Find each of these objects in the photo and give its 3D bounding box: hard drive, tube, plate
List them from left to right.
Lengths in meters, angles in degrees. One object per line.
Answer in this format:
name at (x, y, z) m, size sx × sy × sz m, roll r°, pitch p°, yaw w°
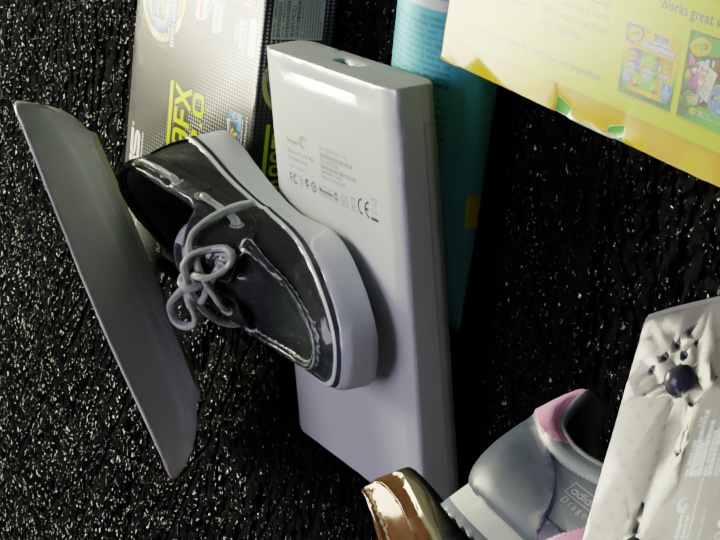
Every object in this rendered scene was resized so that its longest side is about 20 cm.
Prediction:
plate at (-0.128, -0.001, 0.959) m, size 0.200 × 0.032 × 0.200 m, roll -144°, pitch 32°, yaw -82°
hard drive at (0.000, 0.000, 0.848) m, size 0.132 × 0.026 × 0.200 m, roll 28°, pitch 128°, yaw 58°
tube at (0.036, -0.078, 0.810) m, size 0.077 × 0.050 × 0.200 m, roll -132°, pitch 43°, yaw -55°
hard drive at (0.156, 0.066, 0.560) m, size 0.200 × 0.042 × 0.135 m, roll -10°, pitch 55°, yaw 53°

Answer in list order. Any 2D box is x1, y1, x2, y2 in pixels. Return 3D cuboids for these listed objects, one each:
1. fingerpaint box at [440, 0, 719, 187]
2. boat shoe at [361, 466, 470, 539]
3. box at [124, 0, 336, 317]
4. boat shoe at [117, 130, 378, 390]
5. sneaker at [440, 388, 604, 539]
fingerpaint box at (0.121, -0.129, 0.631) m, size 0.200 × 0.073 × 0.167 m, roll 33°, pitch 121°, yaw 53°
boat shoe at (0.037, 0.174, 0.716) m, size 0.200 × 0.074 × 0.076 m, roll 66°, pitch -176°, yaw 33°
box at (-0.077, -0.090, 0.996) m, size 0.160 × 0.044 × 0.201 m, roll 31°, pitch 118°, yaw 54°
boat shoe at (-0.060, -0.005, 0.860) m, size 0.199 × 0.068 × 0.074 m, roll 52°, pitch 145°, yaw 42°
sneaker at (0.120, 0.115, 0.661) m, size 0.200 × 0.070 × 0.082 m, roll 37°, pitch 84°, yaw 34°
